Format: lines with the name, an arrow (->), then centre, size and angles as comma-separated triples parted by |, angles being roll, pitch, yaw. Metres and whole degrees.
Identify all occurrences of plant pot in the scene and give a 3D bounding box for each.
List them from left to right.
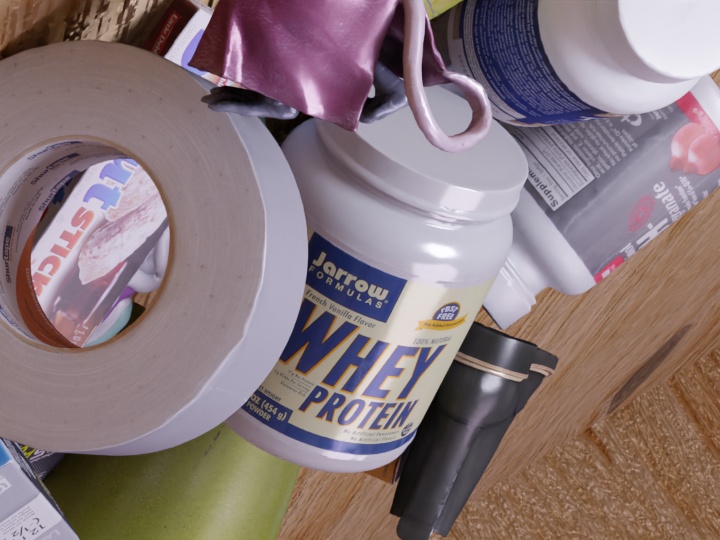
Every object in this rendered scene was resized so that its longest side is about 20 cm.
plant pot -> -0.112, 0.117, 1.625 | 0.200, 0.187, 0.187 | -58, 158, 21

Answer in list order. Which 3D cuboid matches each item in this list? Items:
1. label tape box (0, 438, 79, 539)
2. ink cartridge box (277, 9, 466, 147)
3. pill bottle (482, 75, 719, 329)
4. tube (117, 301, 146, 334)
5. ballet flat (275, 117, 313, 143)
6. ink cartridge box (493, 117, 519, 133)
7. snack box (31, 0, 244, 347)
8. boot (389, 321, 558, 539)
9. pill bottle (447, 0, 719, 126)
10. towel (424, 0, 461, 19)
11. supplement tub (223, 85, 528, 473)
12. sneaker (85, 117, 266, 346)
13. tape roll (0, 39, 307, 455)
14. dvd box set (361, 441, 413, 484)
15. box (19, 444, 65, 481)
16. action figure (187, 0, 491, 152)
label tape box -> -0.231, 0.109, 1.270 | 0.066, 0.143, 0.200 | -36, 154, -6
ink cartridge box -> 0.014, -0.040, 1.393 | 0.200, 0.041, 0.200 | -42, 148, -40
pill bottle -> 0.143, -0.055, 1.403 | 0.200, 0.111, 0.111 | -39, 166, 2
tube -> -0.190, 0.045, 1.400 | 0.052, 0.058, 0.200 | -47, 165, 12
ballet flat -> -0.016, -0.073, 1.440 | 0.072, 0.072, 0.200 | -40, 164, 17
ink cartridge box -> 0.164, -0.160, 1.506 | 0.200, 0.086, 0.148 | -39, 165, 8
snack box -> -0.124, -0.050, 1.167 | 0.072, 0.024, 0.200 | 26, 104, -46
boot -> 0.062, 0.101, 1.388 | 0.200, 0.077, 0.139 | 21, 90, -76
pill bottle -> 0.138, -0.143, 1.264 | 0.111, 0.111, 0.200 | -30, -169, -19
towel -> 0.059, -0.199, 1.139 | 0.143, 0.023, 0.200 | -29, 159, 4
supplement tub -> 0.000, 0.000, 1.258 | 0.145, 0.145, 0.200 | -17, 139, -52
sneaker -> -0.147, -0.031, 1.225 | 0.200, 0.078, 0.140 | -50, 155, 18
tape roll -> -0.130, -0.010, 1.075 | 0.200, 0.200, 0.066 | -38, 165, 10
dvd box set -> -0.038, 0.057, 1.458 | 0.146, 0.200, 0.029 | -48, 156, -53
box -> -0.272, 0.122, 1.499 | 0.200, 0.044, 0.160 | -21, 159, -45
action figure -> -0.007, -0.160, 0.978 | 0.134, 0.149, 0.200 | -27, 134, -63
